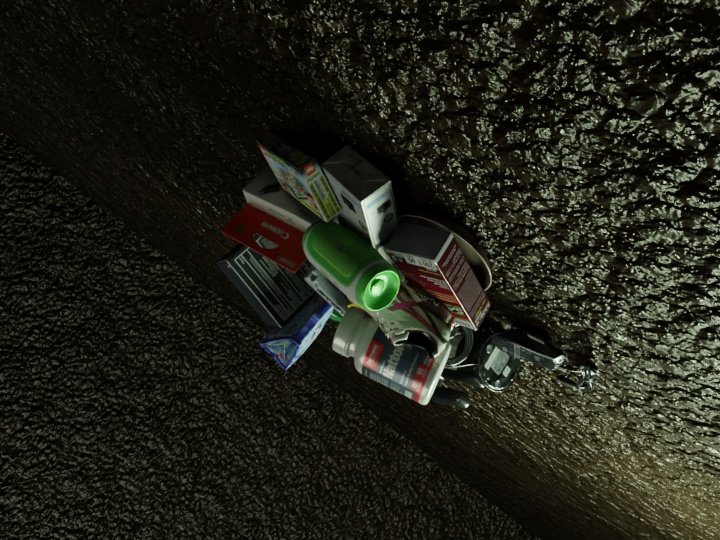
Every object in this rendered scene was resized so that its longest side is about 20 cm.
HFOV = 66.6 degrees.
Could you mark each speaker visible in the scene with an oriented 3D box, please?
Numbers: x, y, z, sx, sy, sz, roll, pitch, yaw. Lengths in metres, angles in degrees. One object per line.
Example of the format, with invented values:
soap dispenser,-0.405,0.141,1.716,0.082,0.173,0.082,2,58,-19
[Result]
speaker,-0.020,-0.013,0.915,0.200,0.088,0.089,39,169,45

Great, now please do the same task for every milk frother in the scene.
milk frother,0.192,0.161,1.142,0.187,0.179,0.202,-3,117,59

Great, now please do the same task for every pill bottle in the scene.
pill bottle,0.054,0.147,1.001,0.197,0.121,0.120,23,159,14

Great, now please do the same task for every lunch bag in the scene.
lunch bag,-0.130,0.126,1.257,0.094,0.151,0.200,44,150,-3

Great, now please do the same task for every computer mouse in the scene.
computer mouse,0.353,0.163,1.039,0.198,0.046,0.141,18,159,31

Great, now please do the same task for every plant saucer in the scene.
plant saucer,0.142,-0.036,0.942,0.198,0.032,0.201,31,160,12

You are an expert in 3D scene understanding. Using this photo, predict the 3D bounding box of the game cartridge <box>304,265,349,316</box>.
game cartridge,-0.020,0.029,1.214,0.200,0.134,0.041,45,159,-24

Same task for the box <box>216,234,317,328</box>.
box,-0.193,-0.008,1.282,0.201,0.198,0.123,52,157,-14

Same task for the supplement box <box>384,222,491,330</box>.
supplement box,0.134,0.012,0.928,0.108,0.061,0.200,16,154,44

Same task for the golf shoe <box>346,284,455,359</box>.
golf shoe,0.060,0.076,0.931,0.197,0.093,0.073,24,141,9

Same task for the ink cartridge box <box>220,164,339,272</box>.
ink cartridge box,-0.149,-0.108,1.048,0.198,0.174,0.044,27,150,24

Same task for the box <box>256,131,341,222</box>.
box,-0.110,-0.167,0.953,0.200,0.035,0.111,40,162,52

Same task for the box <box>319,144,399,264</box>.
box,0.008,-0.097,0.924,0.117,0.060,0.201,45,165,31

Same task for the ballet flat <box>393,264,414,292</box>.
ballet flat,0.104,0.025,1.103,0.198,0.063,0.068,34,161,7

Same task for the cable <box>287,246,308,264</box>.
cable,-0.083,-0.052,1.104,0.096,0.201,0.051,24,127,0

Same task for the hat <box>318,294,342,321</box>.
hat,-0.032,0.015,1.381,0.198,0.178,0.166,-25,133,21

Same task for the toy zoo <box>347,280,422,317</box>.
toy zoo,0.057,0.089,1.055,0.131,0.021,0.199,43,147,-15
